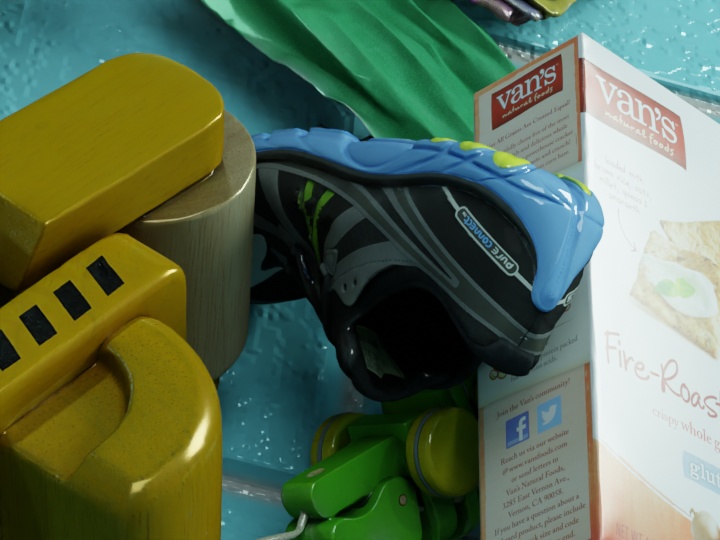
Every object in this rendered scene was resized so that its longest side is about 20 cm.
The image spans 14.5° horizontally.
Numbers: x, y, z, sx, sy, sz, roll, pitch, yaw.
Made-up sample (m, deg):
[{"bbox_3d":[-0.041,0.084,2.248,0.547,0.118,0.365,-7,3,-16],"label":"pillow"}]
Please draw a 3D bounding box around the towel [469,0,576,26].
[{"bbox_3d":[0.023,-0.169,1.172,0.200,0.023,0.143,36,29,14],"label":"towel"}]

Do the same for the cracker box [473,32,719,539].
[{"bbox_3d":[0.103,0.035,0.972,0.134,0.058,0.201,28,48,-36],"label":"cracker box"}]

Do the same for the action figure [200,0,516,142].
[{"bbox_3d":[0.016,-0.070,1.089,0.118,0.055,0.200,-22,57,-37],"label":"action figure"}]

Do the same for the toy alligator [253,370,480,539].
[{"bbox_3d":[0.013,0.077,0.964,0.200,0.059,0.055,-37,111,-39],"label":"toy alligator"}]

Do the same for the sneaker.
[{"bbox_3d":[0.000,0.000,0.950,0.071,0.199,0.083,25,78,-33],"label":"sneaker"}]

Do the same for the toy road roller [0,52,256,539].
[{"bbox_3d":[-0.083,0.039,0.889,0.146,0.123,0.200,31,48,27],"label":"toy road roller"}]
